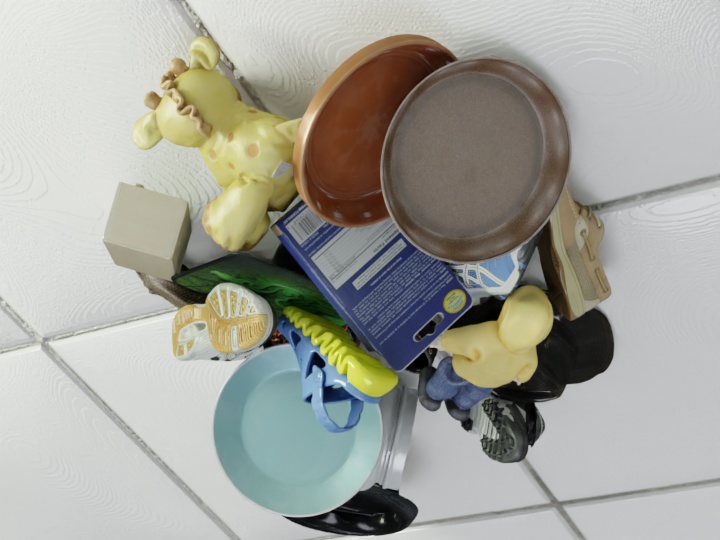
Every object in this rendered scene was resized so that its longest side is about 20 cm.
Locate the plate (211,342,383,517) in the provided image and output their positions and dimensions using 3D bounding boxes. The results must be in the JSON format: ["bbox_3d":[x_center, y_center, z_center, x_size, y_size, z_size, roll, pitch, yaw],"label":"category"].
[{"bbox_3d":[-0.072,0.181,1.819,0.198,0.026,0.203,0,95,2],"label":"plate"}]

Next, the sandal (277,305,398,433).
[{"bbox_3d":[-0.041,0.103,1.666,0.079,0.200,0.088,21,101,-32],"label":"sandal"}]

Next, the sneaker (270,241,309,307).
[{"bbox_3d":[0.000,0.000,1.721,0.198,0.081,0.086,10,162,-13],"label":"sneaker"}]

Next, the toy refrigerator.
[{"bbox_3d":[-0.224,-0.041,1.689,0.075,0.071,0.200,16,172,-2],"label":"toy refrigerator"}]

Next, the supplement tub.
[{"bbox_3d":[-0.038,0.182,1.903,0.198,0.146,0.146,13,141,1],"label":"supplement tub"}]

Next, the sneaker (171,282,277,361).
[{"bbox_3d":[-0.129,0.058,1.717,0.087,0.077,0.199,5,171,-31],"label":"sneaker"}]

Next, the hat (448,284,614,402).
[{"bbox_3d":[0.187,0.100,1.793,0.198,0.081,0.202,7,139,6],"label":"hat"}]

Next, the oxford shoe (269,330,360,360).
[{"bbox_3d":[-0.084,0.058,1.826,0.199,0.073,0.071,30,138,-19],"label":"oxford shoe"}]

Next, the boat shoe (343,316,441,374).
[{"bbox_3d":[0.008,0.047,1.799,0.200,0.064,0.074,33,139,-20],"label":"boat shoe"}]

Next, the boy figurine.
[{"bbox_3d":[0.135,0.087,1.701,0.123,0.065,0.200,19,137,-21],"label":"boy figurine"}]

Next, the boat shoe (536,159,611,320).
[{"bbox_3d":[0.215,-0.043,1.639,0.064,0.071,0.201,-25,128,-9],"label":"boat shoe"}]

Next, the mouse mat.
[{"bbox_3d":[-0.087,0.027,1.702,0.199,0.008,0.160,20,159,-30],"label":"mouse mat"}]

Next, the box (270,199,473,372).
[{"bbox_3d":[0.014,-0.006,1.638,0.201,0.121,0.032,51,164,-6],"label":"box"}]

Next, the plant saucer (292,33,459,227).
[{"bbox_3d":[0.017,-0.135,1.515,0.032,0.199,0.201,41,158,39],"label":"plant saucer"}]

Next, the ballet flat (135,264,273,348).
[{"bbox_3d":[-0.179,0.043,1.837,0.199,0.068,0.046,34,118,-16],"label":"ballet flat"}]

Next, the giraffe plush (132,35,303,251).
[{"bbox_3d":[-0.135,-0.132,1.569,0.162,0.173,0.200,38,167,6],"label":"giraffe plush"}]

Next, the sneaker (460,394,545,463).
[{"bbox_3d":[0.178,0.178,1.843,0.089,0.200,0.067,6,97,-11],"label":"sneaker"}]

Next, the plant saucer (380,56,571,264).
[{"bbox_3d":[0.108,-0.107,1.523,0.198,0.032,0.203,-6,107,-19],"label":"plant saucer"}]

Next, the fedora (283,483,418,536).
[{"bbox_3d":[-0.021,0.270,2.034,0.198,0.092,0.201,5,150,3],"label":"fedora"}]

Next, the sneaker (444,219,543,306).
[{"bbox_3d":[0.126,-0.014,1.651,0.077,0.076,0.200,32,158,-9],"label":"sneaker"}]
